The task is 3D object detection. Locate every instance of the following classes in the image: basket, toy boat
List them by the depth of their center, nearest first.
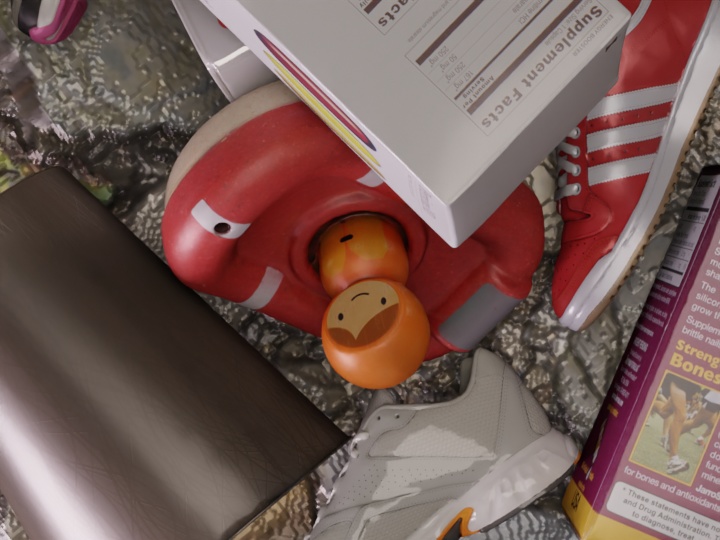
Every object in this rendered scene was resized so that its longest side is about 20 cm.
[{"bbox_3d":[0.000,0.000,0.931,0.199,0.131,0.131,24,126,-31],"label":"toy boat"},{"bbox_3d":[-0.132,0.061,0.970,0.180,0.136,0.200,-42,86,29],"label":"basket"}]

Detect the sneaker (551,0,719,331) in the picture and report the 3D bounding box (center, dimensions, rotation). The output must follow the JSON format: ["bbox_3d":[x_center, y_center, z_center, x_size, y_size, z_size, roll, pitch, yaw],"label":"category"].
[{"bbox_3d":[0.113,-0.078,0.994,0.112,0.071,0.201,24,85,-5],"label":"sneaker"}]

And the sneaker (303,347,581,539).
[{"bbox_3d":[0.010,0.116,1.009,0.199,0.076,0.092,-32,85,-7],"label":"sneaker"}]

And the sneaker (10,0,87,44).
[{"bbox_3d":[-0.174,-0.216,0.987,0.087,0.074,0.202,2,88,-1],"label":"sneaker"}]

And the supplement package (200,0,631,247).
[{"bbox_3d":[0.006,-0.123,0.829,0.110,0.114,0.200,-45,80,-3],"label":"supplement package"}]

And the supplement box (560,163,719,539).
[{"bbox_3d":[0.200,0.062,0.985,0.130,0.103,0.201,23,93,-1],"label":"supplement box"}]

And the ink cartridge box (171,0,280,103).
[{"bbox_3d":[-0.002,-0.178,0.955,0.199,0.084,0.146,-28,61,2],"label":"ink cartridge box"}]
